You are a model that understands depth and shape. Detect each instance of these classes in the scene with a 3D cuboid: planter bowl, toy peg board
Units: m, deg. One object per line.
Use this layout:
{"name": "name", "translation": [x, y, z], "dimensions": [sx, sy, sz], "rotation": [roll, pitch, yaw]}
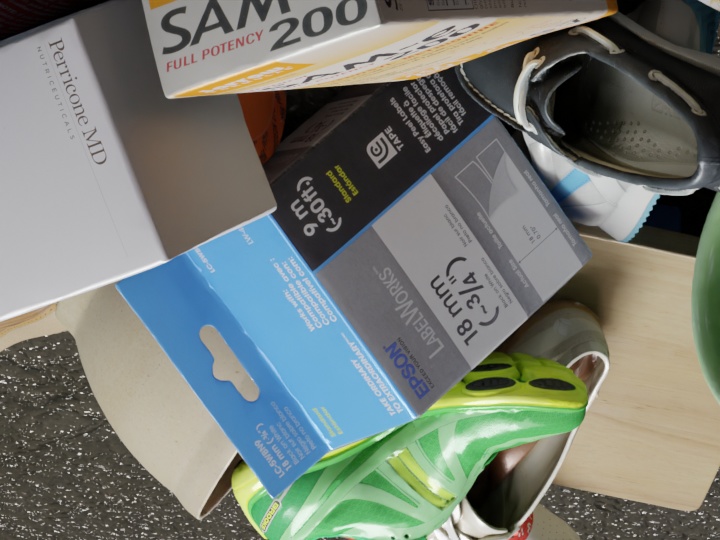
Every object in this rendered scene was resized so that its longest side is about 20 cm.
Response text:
{"name": "planter bowl", "translation": [-0.080, 0.016, 1.643], "dimensions": [0.135, 0.200, 0.200], "rotation": [37, 148, 4]}
{"name": "toy peg board", "translation": [0.124, 0.020, 1.694], "dimensions": [0.200, 0.098, 0.199], "rotation": [12, 135, -6]}

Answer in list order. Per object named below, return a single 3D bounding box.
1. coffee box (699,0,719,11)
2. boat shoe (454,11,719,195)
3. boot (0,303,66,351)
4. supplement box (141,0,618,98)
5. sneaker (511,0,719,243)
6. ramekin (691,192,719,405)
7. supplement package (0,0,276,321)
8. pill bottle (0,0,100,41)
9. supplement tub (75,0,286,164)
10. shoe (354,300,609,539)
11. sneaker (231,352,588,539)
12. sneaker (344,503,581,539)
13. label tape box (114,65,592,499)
{"name": "coffee box", "translation": [0.147, -0.190, 1.314], "dimensions": [0.200, 0.080, 0.114], "rotation": [23, 146, -25]}
{"name": "boat shoe", "translation": [0.110, -0.085, 1.428], "dimensions": [0.060, 0.076, 0.200], "rotation": [-17, -157, -41]}
{"name": "boot", "translation": [-0.269, -0.009, 1.765], "dimensions": [0.200, 0.072, 0.166], "rotation": [-20, 128, 42]}
{"name": "supplement box", "translation": [0.010, -0.130, 1.363], "dimensions": [0.126, 0.074, 0.200], "rotation": [-16, 176, 36]}
{"name": "sneaker", "translation": [0.127, -0.086, 1.507], "dimensions": [0.081, 0.077, 0.200], "rotation": [19, 145, -3]}
{"name": "ramekin", "translation": [0.270, 0.003, 1.511], "dimensions": [0.098, 0.200, 0.200], "rotation": [20, 149, -34]}
{"name": "supplement package", "translation": [-0.164, -0.043, 1.407], "dimensions": [0.200, 0.121, 0.120], "rotation": [-19, -175, 27]}
{"name": "pill bottle", "translation": [-0.164, -0.168, 1.396], "dimensions": [0.200, 0.112, 0.112], "rotation": [-17, 142, 37]}
{"name": "supplement tub", "translation": [-0.146, -0.085, 1.525], "dimensions": [0.200, 0.123, 0.123], "rotation": [-9, 146, 26]}
{"name": "shoe", "translation": [0.066, 0.105, 1.618], "dimensions": [0.070, 0.053, 0.200], "rotation": [30, 102, -32]}
{"name": "sneaker", "translation": [0.032, 0.100, 1.579], "dimensions": [0.200, 0.074, 0.084], "rotation": [-20, 102, 19]}
{"name": "sneaker", "translation": [0.051, 0.118, 1.684], "dimensions": [0.201, 0.067, 0.108], "rotation": [21, 136, -10]}
{"name": "label tape box", "translation": [0.000, 0.000, 1.512], "dimensions": [0.144, 0.200, 0.063], "rotation": [54, 158, -15]}
